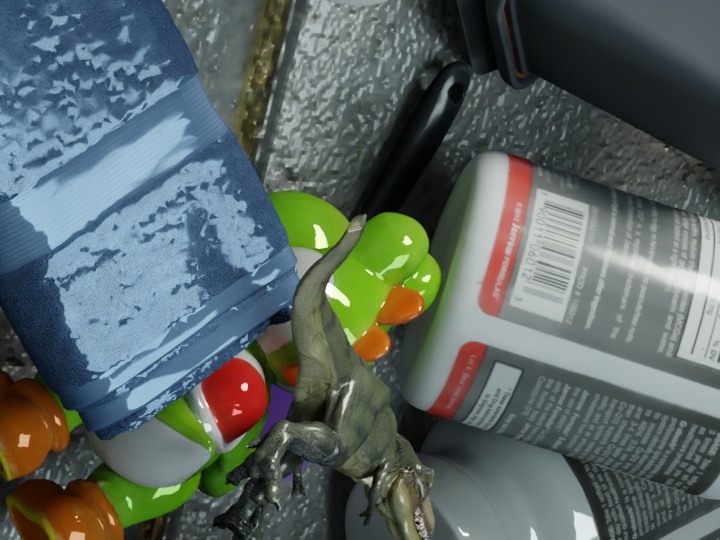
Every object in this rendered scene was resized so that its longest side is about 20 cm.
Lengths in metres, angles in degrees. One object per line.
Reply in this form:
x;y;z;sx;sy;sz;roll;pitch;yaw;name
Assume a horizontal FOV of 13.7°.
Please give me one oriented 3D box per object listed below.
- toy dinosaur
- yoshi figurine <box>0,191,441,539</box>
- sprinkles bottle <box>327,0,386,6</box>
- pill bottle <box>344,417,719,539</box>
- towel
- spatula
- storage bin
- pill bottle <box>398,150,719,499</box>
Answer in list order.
-0.017;0.061;1.138;0.088;0.047;0.200;-49;152;-21;toy dinosaur
-0.065;0.032;1.219;0.200;0.112;0.112;-30;163;-15;yoshi figurine
0.022;-0.180;1.103;0.068;0.068;0.200;-27;162;-31;sprinkles bottle
0.098;0.098;1.365;0.200;0.116;0.117;-23;123;-34;pill bottle
-0.106;-0.045;1.120;0.112;0.049;0.200;-34;107;-22;towel
0.000;0.000;1.298;0.057;0.021;0.200;22;92;-51;spatula
0.156;-0.137;1.276;0.200;0.134;0.146;-51;161;-12;storage bin
0.126;0.031;1.275;0.200;0.116;0.116;18;98;-6;pill bottle
